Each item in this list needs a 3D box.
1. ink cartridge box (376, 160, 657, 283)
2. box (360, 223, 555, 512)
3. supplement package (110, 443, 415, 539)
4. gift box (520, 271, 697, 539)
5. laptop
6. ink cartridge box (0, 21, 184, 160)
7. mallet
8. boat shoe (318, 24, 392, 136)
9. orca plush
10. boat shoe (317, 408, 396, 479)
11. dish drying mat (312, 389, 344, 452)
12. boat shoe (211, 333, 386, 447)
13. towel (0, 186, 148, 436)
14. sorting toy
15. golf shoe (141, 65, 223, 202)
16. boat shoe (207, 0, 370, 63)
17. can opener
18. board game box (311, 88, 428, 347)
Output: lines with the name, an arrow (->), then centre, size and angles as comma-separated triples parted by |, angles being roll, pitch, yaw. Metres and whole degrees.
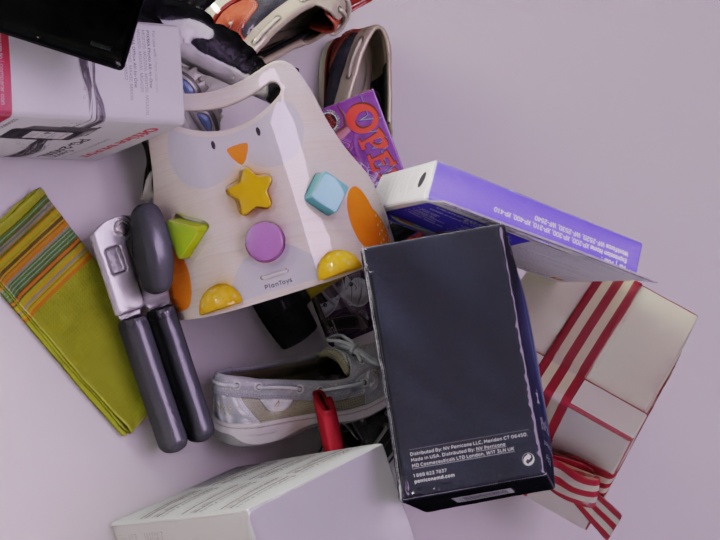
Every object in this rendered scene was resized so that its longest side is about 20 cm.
ink cartridge box -> 0.127, -0.037, 1.519 | 0.197, 0.200, 0.044 | 20, 85, -16
box -> 0.083, 0.083, 1.474 | 0.200, 0.122, 0.200 | 52, 27, -78
supplement package -> -0.062, 0.257, 1.445 | 0.147, 0.199, 0.193 | -22, 94, -39
gift box -> 0.187, 0.122, 1.673 | 0.184, 0.201, 0.187 | 26, 52, 15
laptop -> -0.255, -0.220, 1.382 | 0.186, 0.116, 0.201 | 16, 54, -8
ink cartridge box -> -0.254, -0.141, 1.413 | 0.199, 0.145, 0.084 | 0, 81, -38
mallet -> 0.000, 0.000, 1.602 | 0.199, 0.041, 0.066 | -26, 95, -9
boat shoe -> 0.000, -0.124, 1.671 | 0.071, 0.062, 0.202 | 10, 75, -39
orca plush -> -0.133, -0.208, 1.524 | 0.071, 0.199, 0.105 | -63, 161, -3
boat shoe -> 0.003, 0.151, 1.603 | 0.071, 0.072, 0.201 | 47, 57, -26
dish drying mat -> -0.010, 0.202, 1.518 | 0.018, 0.077, 0.202 | -12, 101, -6
boat shoe -> -0.039, 0.093, 1.570 | 0.201, 0.074, 0.065 | -15, 115, -30
towel -> -0.226, 0.033, 1.481 | 0.200, 0.018, 0.086 | 53, 54, -18
sorting toy -> -0.090, -0.069, 1.485 | 0.198, 0.107, 0.181 | -17, 96, 1
golf shoe -> -0.139, -0.072, 1.555 | 0.097, 0.078, 0.201 | -35, 101, -17
boat shoe -> -0.047, -0.231, 1.633 | 0.199, 0.071, 0.063 | -26, 56, -36
can opener -> -0.166, 0.048, 1.481 | 0.052, 0.066, 0.202 | -18, 96, -29
board game box -> -0.009, -0.047, 1.629 | 0.119, 0.032, 0.201 | -22, 95, -8
